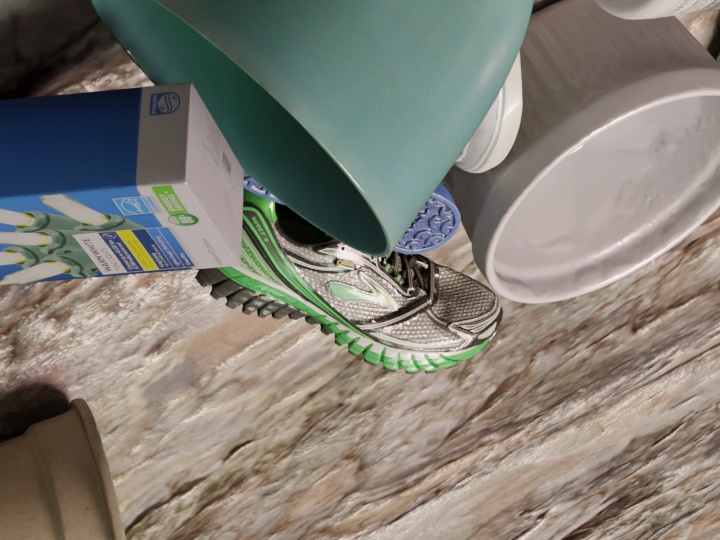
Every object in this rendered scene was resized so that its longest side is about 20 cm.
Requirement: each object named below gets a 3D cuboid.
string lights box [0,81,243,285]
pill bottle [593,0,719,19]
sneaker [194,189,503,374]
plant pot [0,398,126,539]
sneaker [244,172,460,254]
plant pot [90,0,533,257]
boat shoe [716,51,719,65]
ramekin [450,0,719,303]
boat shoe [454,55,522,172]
[{"bbox_3d":[-0.168,-0.040,1.212,0.199,0.059,0.103,-5,155,12],"label":"string lights box"},{"bbox_3d":[0.223,-0.207,1.355,0.199,0.113,0.113,-10,146,-33],"label":"pill bottle"},{"bbox_3d":[0.000,0.000,1.451,0.199,0.078,0.085,18,128,-19],"label":"sneaker"},{"bbox_3d":[-0.247,0.196,1.499,0.182,0.201,0.201,-10,148,-13],"label":"plant pot"},{"bbox_3d":[-0.026,-0.080,1.379,0.200,0.078,0.070,31,120,-36],"label":"sneaker"},{"bbox_3d":[-0.008,-0.132,1.171,0.161,0.200,0.201,-48,154,-10],"label":"plant pot"},{"bbox_3d":[0.272,-0.124,1.581,0.066,0.074,0.200,-17,149,-19],"label":"boat shoe"},{"bbox_3d":[0.140,-0.082,1.488,0.199,0.105,0.201,-24,152,-14],"label":"ramekin"},{"bbox_3d":[0.048,-0.131,1.346,0.071,0.070,0.202,-21,139,-20],"label":"boat shoe"}]
